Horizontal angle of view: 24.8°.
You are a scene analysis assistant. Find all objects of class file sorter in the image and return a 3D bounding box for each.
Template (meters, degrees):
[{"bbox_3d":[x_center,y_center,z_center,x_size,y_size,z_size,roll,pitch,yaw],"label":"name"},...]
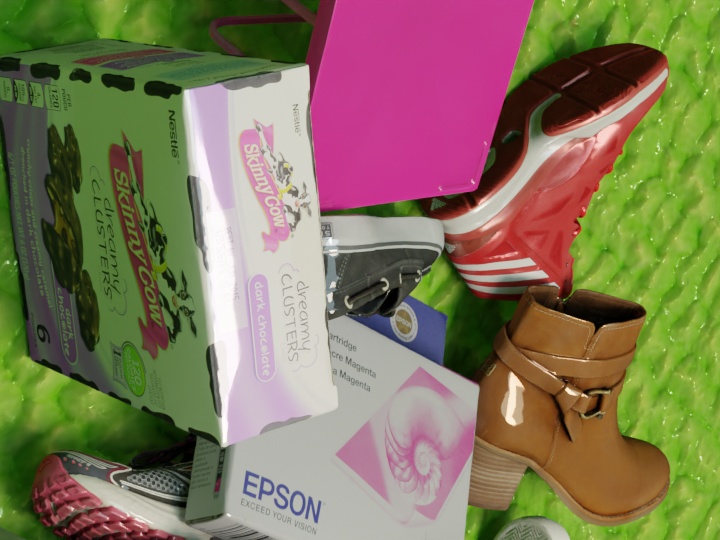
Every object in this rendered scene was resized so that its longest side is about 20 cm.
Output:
[{"bbox_3d":[0.002,-0.153,0.880,0.138,0.125,0.202,-9,127,-38],"label":"file sorter"}]

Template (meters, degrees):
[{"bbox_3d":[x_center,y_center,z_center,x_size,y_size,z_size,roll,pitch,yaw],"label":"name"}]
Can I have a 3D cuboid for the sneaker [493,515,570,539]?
[{"bbox_3d":[0.139,0.255,1.152,0.115,0.073,0.202,-8,114,-38],"label":"sneaker"}]

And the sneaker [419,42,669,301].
[{"bbox_3d":[0.132,-0.058,1.086,0.199,0.078,0.116,-35,128,-14],"label":"sneaker"}]

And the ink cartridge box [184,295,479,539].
[{"bbox_3d":[-0.007,0.080,0.965,0.196,0.043,0.202,28,59,-39],"label":"ink cartridge box"}]

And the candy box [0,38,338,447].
[{"bbox_3d":[-0.101,-0.022,0.816,0.071,0.199,0.170,-15,108,-35],"label":"candy box"}]

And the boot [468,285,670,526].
[{"bbox_3d":[0.154,0.085,1.099,0.198,0.077,0.156,10,116,-27],"label":"boot"}]

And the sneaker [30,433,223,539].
[{"bbox_3d":[-0.100,0.126,0.936,0.199,0.080,0.076,17,68,-44],"label":"sneaker"}]

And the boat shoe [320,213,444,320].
[{"bbox_3d":[0.000,0.000,0.943,0.200,0.068,0.057,0,84,-70],"label":"boat shoe"}]

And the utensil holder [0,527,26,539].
[{"bbox_3d":[-0.256,0.205,0.766,0.169,0.169,0.202,22,83,-39],"label":"utensil holder"}]
